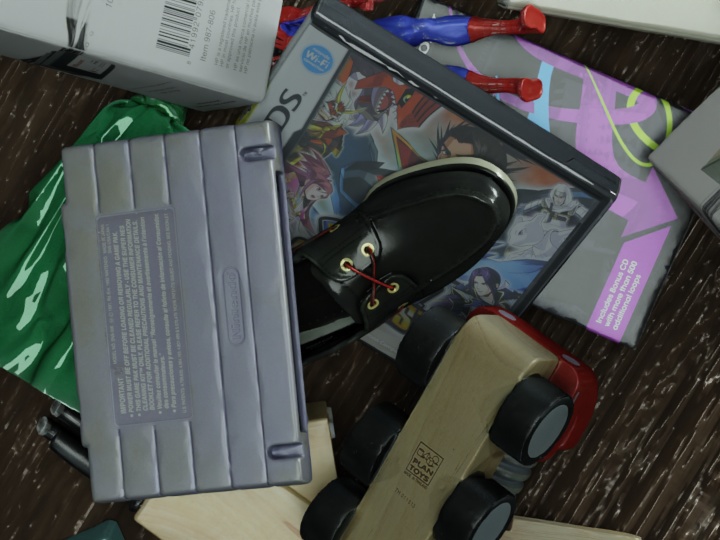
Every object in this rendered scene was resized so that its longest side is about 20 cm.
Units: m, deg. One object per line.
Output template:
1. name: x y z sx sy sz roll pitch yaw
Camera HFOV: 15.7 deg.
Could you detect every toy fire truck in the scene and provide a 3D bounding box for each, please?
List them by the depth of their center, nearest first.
1. toy fire truck: 0.089 0.121 1.506 0.128 0.200 0.177 35 105 25

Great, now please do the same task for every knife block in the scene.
1. knife block: -0.096 0.141 1.536 0.175 0.064 0.201 -9 97 0

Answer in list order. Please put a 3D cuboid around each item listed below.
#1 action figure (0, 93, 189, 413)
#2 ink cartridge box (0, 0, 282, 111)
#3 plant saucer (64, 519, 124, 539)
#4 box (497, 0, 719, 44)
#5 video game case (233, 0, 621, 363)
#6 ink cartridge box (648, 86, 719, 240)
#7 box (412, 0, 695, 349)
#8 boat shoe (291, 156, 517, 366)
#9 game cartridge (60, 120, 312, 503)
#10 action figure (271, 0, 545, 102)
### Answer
1. action figure: -0.151 -0.027 1.513 0.118 0.055 0.201 28 87 19
2. ink cartridge box: -0.144 -0.183 1.441 0.199 0.084 0.145 15 82 -27
3. plant saucer: -0.224 0.221 1.564 0.199 0.019 0.070 -24 97 0
4. box: 0.183 -0.174 1.507 0.199 0.068 0.083 11 96 -2
5. video game case: 0.018 -0.038 1.490 0.199 0.026 0.181 31 126 -7
6. ink cartridge box: 0.265 -0.010 1.444 0.084 0.200 0.145 -43 120 4
7. box: 0.098 -0.058 1.533 0.199 0.036 0.144 23 95 -1
8. boat shoe: 0.002 0.002 1.470 0.201 0.063 0.074 -26 113 27
9. game cartridge: -0.098 0.024 1.447 0.129 0.038 0.201 -6 86 17
10. action figure: 0.004 -0.125 1.494 0.199 0.052 0.066 1 91 24
